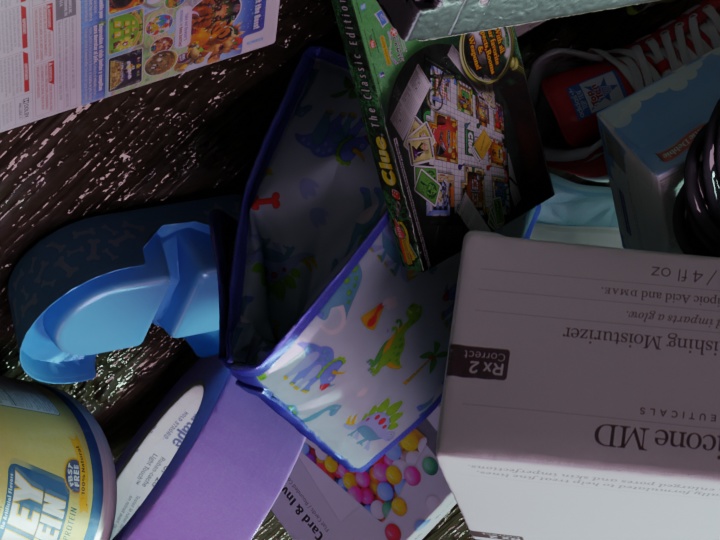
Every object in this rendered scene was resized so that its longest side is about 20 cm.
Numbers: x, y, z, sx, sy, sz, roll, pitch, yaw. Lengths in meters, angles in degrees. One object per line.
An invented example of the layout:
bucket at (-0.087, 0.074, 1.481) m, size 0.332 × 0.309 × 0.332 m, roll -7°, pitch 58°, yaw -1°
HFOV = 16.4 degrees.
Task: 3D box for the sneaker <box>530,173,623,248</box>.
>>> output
sneaker at (0.092, -0.032, 1.629) m, size 0.199 × 0.082 × 0.074 m, roll 9°, pitch 137°, yaw -17°

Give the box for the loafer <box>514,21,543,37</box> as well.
loafer at (0.109, -0.184, 1.394) m, size 0.200 × 0.070 × 0.070 m, roll -31°, pitch 158°, yaw 19°

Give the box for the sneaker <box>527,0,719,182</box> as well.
sneaker at (0.176, -0.118, 1.439) m, size 0.200 × 0.071 × 0.112 m, roll -39°, pitch 159°, yaw 26°

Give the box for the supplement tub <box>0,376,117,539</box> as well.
supplement tub at (-0.255, 0.127, 1.466) m, size 0.145 × 0.145 × 0.200 m, roll -42°, pitch 150°, yaw 21°

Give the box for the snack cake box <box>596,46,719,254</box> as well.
snack cake box at (0.241, -0.079, 1.419) m, size 0.199 × 0.067 × 0.115 m, roll -28°, pitch 136°, yaw -10°

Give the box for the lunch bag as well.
lunch bag at (0.000, 0.000, 1.440) m, size 0.170 × 0.127 × 0.201 m, roll 45°, pitch 63°, yaw -55°

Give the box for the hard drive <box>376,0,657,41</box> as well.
hard drive at (0.078, -0.189, 1.272) m, size 0.199 × 0.140 × 0.038 m, roll -13°, pitch 148°, yaw -31°

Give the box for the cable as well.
cable at (0.247, -0.076, 1.348) m, size 0.162 × 0.051 × 0.201 m, roll -11°, pitch 134°, yaw -19°

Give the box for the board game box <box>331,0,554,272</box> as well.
board game box at (0.042, -0.111, 1.340) m, size 0.105 × 0.023 × 0.201 m, roll -28°, pitch 115°, yaw -30°

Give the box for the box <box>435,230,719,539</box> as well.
box at (0.155, 0.077, 1.389) m, size 0.198 × 0.131 × 0.200 m, roll 5°, pitch 162°, yaw 10°

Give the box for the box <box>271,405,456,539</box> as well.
box at (0.007, 0.102, 1.664) m, size 0.041 × 0.156 × 0.200 m, roll -17°, pitch 153°, yaw -52°

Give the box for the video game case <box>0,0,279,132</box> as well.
video game case at (-0.132, -0.138, 1.286) m, size 0.199 × 0.018 × 0.143 m, roll -20°, pitch 150°, yaw -19°

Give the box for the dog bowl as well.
dog bowl at (-0.122, 0.007, 1.501) m, size 0.199 × 0.050 × 0.112 m, roll -11°, pitch 147°, yaw -33°

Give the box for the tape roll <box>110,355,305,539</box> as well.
tape roll at (-0.115, 0.145, 1.587) m, size 0.200 × 0.066 × 0.200 m, roll -52°, pitch -169°, yaw 14°

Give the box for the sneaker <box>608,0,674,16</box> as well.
sneaker at (0.206, -0.224, 1.422) m, size 0.076 × 0.076 × 0.200 m, roll -16°, pitch 162°, yaw -41°
